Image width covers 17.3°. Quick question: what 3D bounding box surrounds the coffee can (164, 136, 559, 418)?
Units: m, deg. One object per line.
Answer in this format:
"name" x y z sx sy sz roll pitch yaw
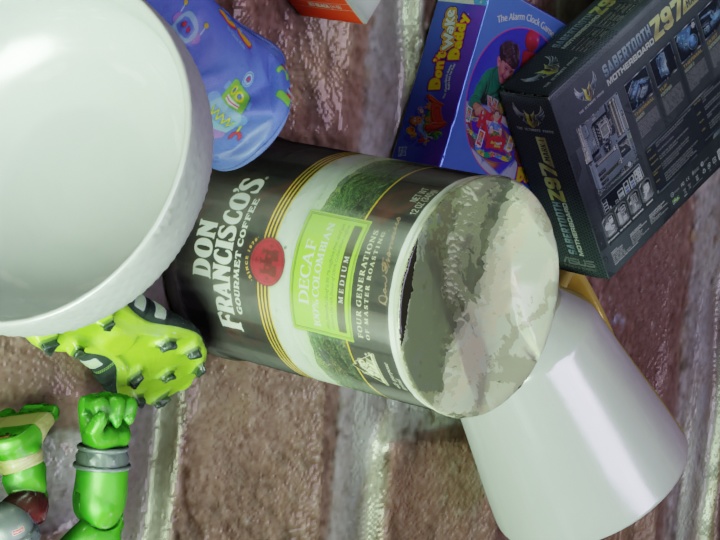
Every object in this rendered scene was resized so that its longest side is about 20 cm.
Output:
"coffee can" 0.000 0.000 1.448 0.146 0.200 0.147 -13 108 -45

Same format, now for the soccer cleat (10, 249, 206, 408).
"soccer cleat" -0.151 0.026 1.392 0.068 0.081 0.200 -38 154 7

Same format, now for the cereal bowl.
"cereal bowl" -0.165 -0.057 1.271 0.083 0.200 0.200 34 73 -64

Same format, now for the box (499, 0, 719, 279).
"box" 0.194 -0.115 1.673 0.200 0.051 0.158 -44 128 -31

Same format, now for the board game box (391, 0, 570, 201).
"board game box" 0.117 -0.109 1.662 0.200 0.045 0.135 22 83 -48

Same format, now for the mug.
"mug" 0.129 0.085 1.682 0.149 0.187 0.153 -30 116 -1

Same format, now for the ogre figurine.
"ogre figurine" -0.209 0.154 1.337 0.200 0.098 0.120 -29 111 -48

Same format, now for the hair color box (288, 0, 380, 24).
"hair color box" -0.042 -0.252 1.446 0.102 0.061 0.200 -59 136 -19

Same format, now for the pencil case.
"pencil case" -0.116 -0.141 1.377 0.087 0.078 0.200 -39 135 8
